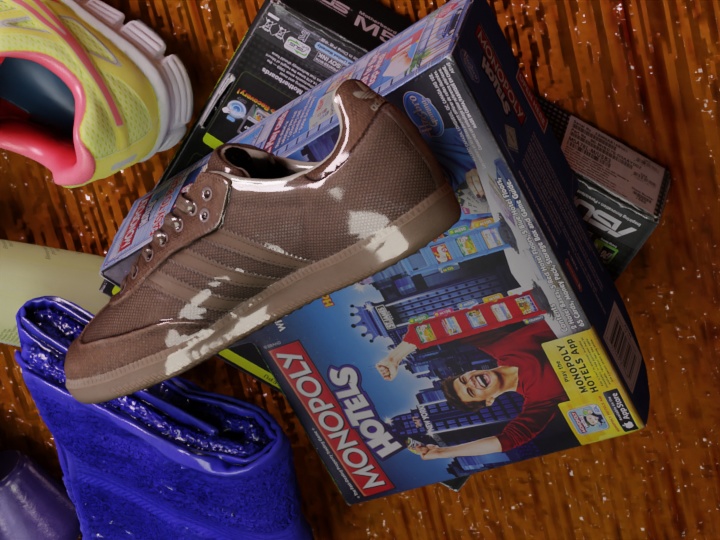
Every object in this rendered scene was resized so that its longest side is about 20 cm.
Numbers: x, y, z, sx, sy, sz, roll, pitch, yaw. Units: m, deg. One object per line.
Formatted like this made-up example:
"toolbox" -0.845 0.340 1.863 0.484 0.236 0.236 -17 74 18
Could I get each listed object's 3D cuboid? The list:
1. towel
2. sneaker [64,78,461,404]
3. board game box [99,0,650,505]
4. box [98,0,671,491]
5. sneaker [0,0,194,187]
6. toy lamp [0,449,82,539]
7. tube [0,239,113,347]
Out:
"towel" -0.089 0.103 1.337 0.148 0.050 0.200 28 157 23
"sneaker" -0.052 -0.013 1.182 0.200 0.070 0.076 -27 94 26
"board game box" 0.000 0.000 1.243 0.200 0.062 0.200 -15 119 25
"box" 0.009 -0.016 1.296 0.200 0.048 0.193 29 129 -6
"sneaker" -0.173 -0.105 1.250 0.200 0.090 0.078 31 128 7
"toy lamp" -0.138 0.178 1.465 0.058 0.058 0.200 -17 117 26
"tube" -0.216 -0.001 1.321 0.200 0.052 0.058 11 125 -21
